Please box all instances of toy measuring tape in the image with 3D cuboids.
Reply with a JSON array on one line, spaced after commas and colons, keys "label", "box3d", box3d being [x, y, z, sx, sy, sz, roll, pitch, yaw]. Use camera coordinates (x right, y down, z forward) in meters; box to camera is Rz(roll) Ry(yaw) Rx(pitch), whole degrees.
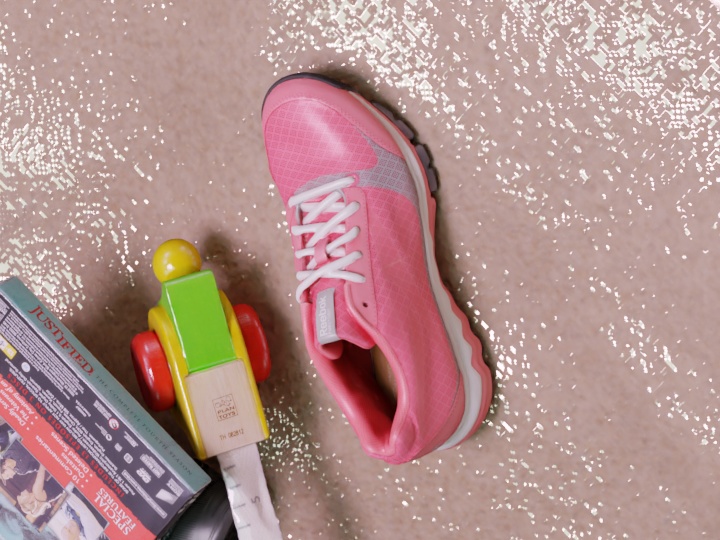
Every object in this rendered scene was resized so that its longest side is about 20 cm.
[{"label": "toy measuring tape", "box3d": [-0.072, 0.082, 1.247, 0.073, 0.073, 0.201, -15, 91, 32]}]

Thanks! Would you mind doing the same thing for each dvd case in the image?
[{"label": "dvd case", "box3d": [-0.178, 0.116, 1.253, 0.146, 0.022, 0.200, 45, 125, 7]}]

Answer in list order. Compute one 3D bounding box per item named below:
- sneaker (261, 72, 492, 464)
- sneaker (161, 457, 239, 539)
[{"label": "sneaker", "box3d": [0.000, 0.000, 1.176, 0.073, 0.087, 0.201, -21, 94, 31]}, {"label": "sneaker", "box3d": [-0.136, 0.177, 1.317, 0.114, 0.076, 0.200, 31, 115, 20]}]
